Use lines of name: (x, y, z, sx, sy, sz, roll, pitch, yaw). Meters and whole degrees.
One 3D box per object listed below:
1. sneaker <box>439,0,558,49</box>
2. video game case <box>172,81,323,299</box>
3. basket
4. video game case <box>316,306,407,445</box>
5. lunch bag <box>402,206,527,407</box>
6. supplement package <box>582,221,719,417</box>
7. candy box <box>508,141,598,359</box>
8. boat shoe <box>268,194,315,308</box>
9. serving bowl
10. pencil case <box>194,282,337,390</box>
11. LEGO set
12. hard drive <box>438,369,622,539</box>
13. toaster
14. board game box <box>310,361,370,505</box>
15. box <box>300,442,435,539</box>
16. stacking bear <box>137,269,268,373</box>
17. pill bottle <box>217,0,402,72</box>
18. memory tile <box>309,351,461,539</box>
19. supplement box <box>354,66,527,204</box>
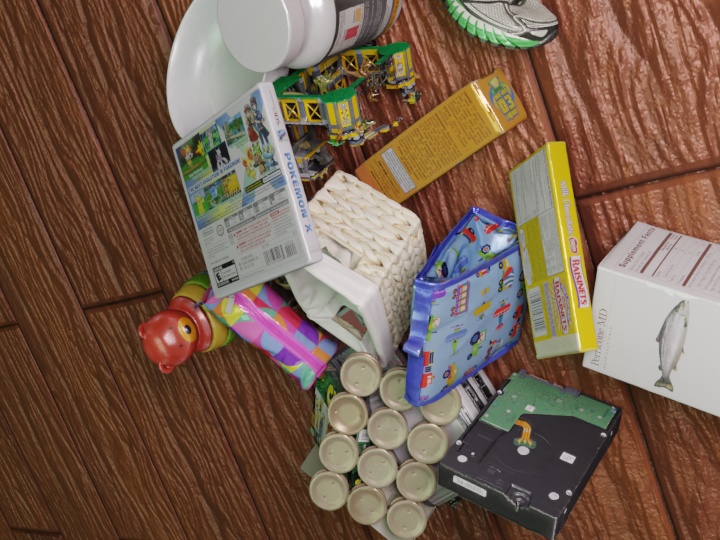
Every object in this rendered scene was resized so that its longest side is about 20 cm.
sneaker: (0.114, -0.289, 0.846, 0.200, 0.078, 0.086, 43, 132, 13)
video game case: (-0.126, -0.077, 0.931, 0.198, 0.022, 0.187, -18, 88, 51)
basket: (0.000, 0.000, 1.005, 0.134, 0.124, 0.201, 32, 164, 21)
video game case: (0.016, 0.148, 1.196, 0.142, 0.017, 0.202, -35, 89, 43)
lunch bag: (0.107, 0.046, 0.945, 0.093, 0.199, 0.154, 22, 125, 26)
supplement package: (0.329, 0.051, 0.829, 0.197, 0.117, 0.119, 19, 124, 30)
candy box: (0.192, -0.017, 0.880, 0.102, 0.026, 0.205, 148, 116, -73)
boat shoe: (-0.088, -0.013, 1.163, 0.072, 0.059, 0.202, 40, 132, 12)
serving bowl: (-0.144, -0.236, 1.016, 0.197, 0.065, 0.206, -11, 75, 43)
pencil case: (-0.122, 0.070, 1.155, 0.199, 0.089, 0.088, 39, 135, -14)
LEGO set: (-0.019, -0.161, 0.948, 0.150, 0.201, 0.118, 1, 123, 23)
hard drive: (0.190, 0.194, 0.959, 0.137, 0.199, 0.039, 19, 127, 27)
toaster: (0.107, 0.194, 1.075, 0.128, 0.113, 0.202, -32, 91, 29)
board game box: (-0.028, 0.206, 1.136, 0.200, 0.023, 0.107, -135, 53, -67)
box: (0.007, 0.285, 1.165, 0.095, 0.078, 0.199, 43, 167, -22)
stacking bear: (-0.219, 0.064, 1.211, 0.112, 0.199, 0.124, -16, 104, 41)
pill bottle: (-0.049, -0.276, 0.897, 0.114, 0.199, 0.119, 17, 124, 28)
memory tile: (0.026, 0.206, 1.022, 0.150, 0.017, 0.205, 17, 105, 5)
supplement box: (0.084, -0.138, 0.957, 0.199, 0.066, 0.070, -34, 91, 44)
